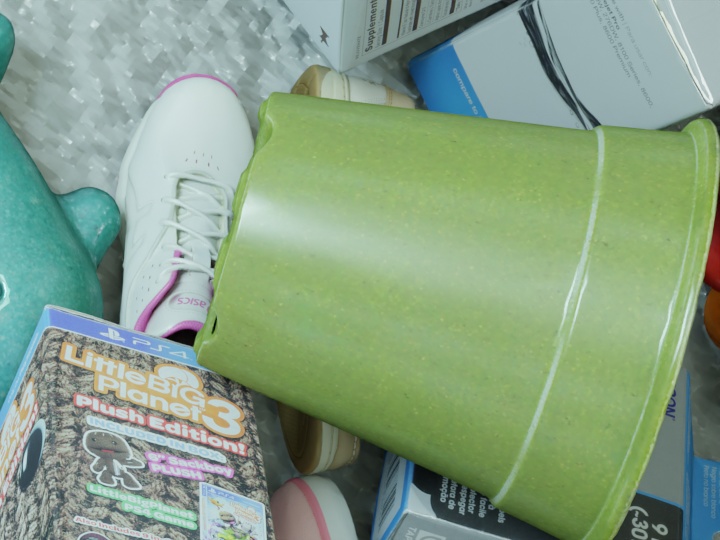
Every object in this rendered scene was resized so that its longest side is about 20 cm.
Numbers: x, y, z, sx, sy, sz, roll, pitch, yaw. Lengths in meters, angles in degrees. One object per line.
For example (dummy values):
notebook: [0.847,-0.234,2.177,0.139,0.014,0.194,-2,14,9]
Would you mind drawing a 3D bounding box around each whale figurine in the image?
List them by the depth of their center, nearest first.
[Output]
whale figurine: [-0.182,-0.022,1.241,0.159,0.104,0.201,-3,86,-19]

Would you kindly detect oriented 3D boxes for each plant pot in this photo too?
plant pot: [0.033,0.007,1.177,0.190,0.200,0.200,15,79,-4]

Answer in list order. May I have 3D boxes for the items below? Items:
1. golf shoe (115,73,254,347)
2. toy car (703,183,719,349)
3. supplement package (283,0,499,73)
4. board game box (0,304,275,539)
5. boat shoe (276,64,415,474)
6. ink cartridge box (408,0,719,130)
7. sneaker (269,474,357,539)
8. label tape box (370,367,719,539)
golf shoe: [-0.078,0.002,1.282,0.075,0.092,0.200,9,80,-16]
toy car: [0.235,-0.019,1.340,0.150,0.200,0.175,33,49,1]
supplement package: [0.038,-0.226,1.288,0.200,0.151,0.152,-26,62,-20]
board game box: [-0.111,0.140,1.146,0.097,0.200,0.160,18,115,-17]
boat shoe: [0.000,0.000,1.313,0.069,0.074,0.200,7,75,-19]
ink cartridge box: [0.139,-0.114,1.298,0.144,0.200,0.084,-28,93,-30]
sneaker: [-0.060,0.193,1.273,0.104,0.075,0.201,6,86,-23]
label tape box: [0.111,0.104,1.299,0.200,0.066,0.143,15,44,-6]
